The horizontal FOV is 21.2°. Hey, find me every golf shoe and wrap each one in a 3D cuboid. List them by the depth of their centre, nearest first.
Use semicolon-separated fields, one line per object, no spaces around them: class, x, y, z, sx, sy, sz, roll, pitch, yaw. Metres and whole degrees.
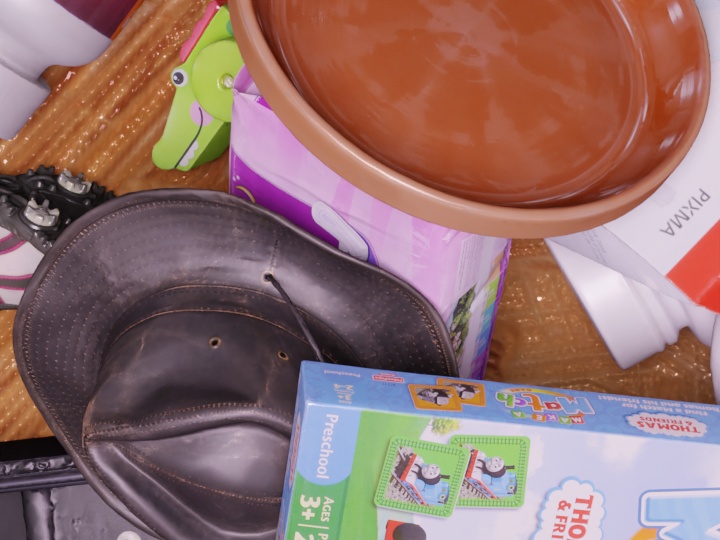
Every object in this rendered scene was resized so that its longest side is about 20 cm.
golf shoe;-0.172;-0.010;0.930;0.199;0.077;0.088;29;114;5

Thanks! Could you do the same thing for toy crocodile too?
toy crocodile;-0.037;-0.125;0.869;0.062;0.067;0.200;42;120;7

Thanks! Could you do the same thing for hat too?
hat;-0.059;0.068;0.785;0.200;0.081;0.201;7;122;12

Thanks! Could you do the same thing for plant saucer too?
plant saucer;0.043;-0.097;0.768;0.199;0.032;0.201;10;56;-15

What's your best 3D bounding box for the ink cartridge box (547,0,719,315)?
ink cartridge box;0.159;-0.062;0.787;0.160;0.200;0.047;-44;125;-13

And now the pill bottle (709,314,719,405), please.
pill bottle;0.252;0.042;0.822;0.199;0.116;0.117;7;93;-40

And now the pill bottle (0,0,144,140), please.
pill bottle;-0.139;-0.167;0.893;0.109;0.110;0.200;38;94;2

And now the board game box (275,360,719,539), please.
board game box;0.065;0.118;0.754;0.199;0.037;0.152;6;115;-8

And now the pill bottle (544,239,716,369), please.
pill bottle;0.185;-0.038;0.873;0.199;0.109;0.110;-31;89;5

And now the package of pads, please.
package of pads;0.000;0.000;0.844;0.120;0.076;0.201;29;139;21

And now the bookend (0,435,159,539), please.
bookend;-0.133;0.180;0.913;0.198;0.092;0.201;-6;92;4
